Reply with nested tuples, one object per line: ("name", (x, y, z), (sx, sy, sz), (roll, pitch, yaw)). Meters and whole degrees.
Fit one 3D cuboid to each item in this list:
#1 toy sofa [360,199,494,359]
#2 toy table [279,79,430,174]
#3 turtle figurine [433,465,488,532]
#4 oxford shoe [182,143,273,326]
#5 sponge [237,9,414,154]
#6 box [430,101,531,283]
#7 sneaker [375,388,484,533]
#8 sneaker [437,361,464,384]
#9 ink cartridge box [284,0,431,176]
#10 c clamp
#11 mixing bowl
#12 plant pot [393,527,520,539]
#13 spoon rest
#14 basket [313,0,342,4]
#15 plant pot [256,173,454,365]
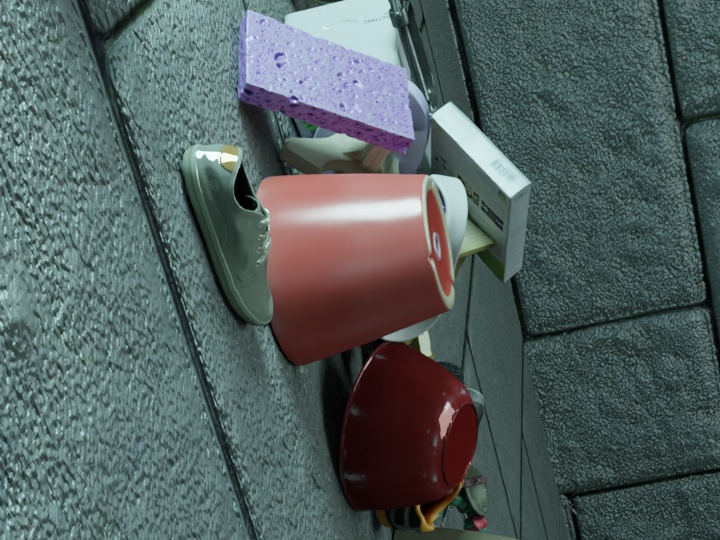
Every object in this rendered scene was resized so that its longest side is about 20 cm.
("toy sofa", (0.068, 0.018, 1.761), (0.082, 0.201, 0.098), (-16, 51, -46))
("toy table", (0.000, -0.116, 1.688), (0.118, 0.182, 0.202), (-69, 180, -52))
("turtle figurine", (0.137, 0.317, 2.126), (0.150, 0.099, 0.203), (40, 35, -72))
("oxford shoe", (-0.106, -0.030, 1.336), (0.076, 0.057, 0.202), (-90, 166, -53))
("sponge", (-0.036, -0.199, 1.563), (0.030, 0.198, 0.113), (-52, -150, 43))
("box", (0.139, -0.089, 1.729), (0.145, 0.036, 0.201), (49, -18, 23))
("sneaker", (0.101, 0.238, 1.795), (0.078, 0.077, 0.201), (42, 74, -39))
("sneaker", (0.095, 0.223, 2.028), (0.088, 0.075, 0.202), (82, 24, -52))
("ink cartridge box", (0.001, -0.211, 1.803), (0.201, 0.145, 0.147), (67, 18, -44))
("c clamp", (0.060, -0.252, 1.719), (0.172, 0.027, 0.202), (-92, 164, -53))
("mixing bowl", (0.069, 0.187, 1.679), (0.200, 0.107, 0.203), (-33, 127, -57))
("plant pot", (0.140, 0.437, 1.810), (0.200, 0.174, 0.203), (-71, 148, -67))
("spoon rest", (0.071, -0.004, 1.637), (0.061, 0.098, 0.202), (49, -54, 49))
("basket", (-0.045, -0.471, 1.869), (0.202, 0.134, 0.182), (-94, 171, -47))
("plant pot", (0.000, -0.014, 1.536), (0.200, 0.175, 0.204), (-10, 90, -78))
